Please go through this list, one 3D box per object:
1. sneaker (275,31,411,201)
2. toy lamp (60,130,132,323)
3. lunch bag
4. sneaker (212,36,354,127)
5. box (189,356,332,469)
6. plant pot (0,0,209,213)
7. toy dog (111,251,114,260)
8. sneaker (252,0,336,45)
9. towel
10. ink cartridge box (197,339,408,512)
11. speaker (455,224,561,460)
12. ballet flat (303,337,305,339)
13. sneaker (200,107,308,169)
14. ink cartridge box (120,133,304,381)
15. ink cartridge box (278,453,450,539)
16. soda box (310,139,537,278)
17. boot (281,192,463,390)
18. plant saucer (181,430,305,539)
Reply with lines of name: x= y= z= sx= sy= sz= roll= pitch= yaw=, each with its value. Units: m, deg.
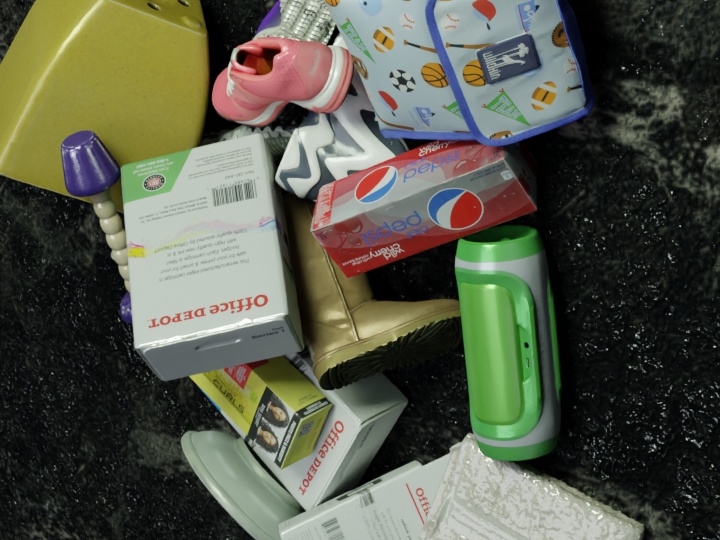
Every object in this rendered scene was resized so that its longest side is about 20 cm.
sneaker: x=0.014 y=-0.147 z=1.257 sx=0.128 sy=0.079 sz=0.201 roll=25 pitch=89 yaw=-6
toy lamp: x=-0.245 y=-0.043 z=1.310 sx=0.058 sy=0.058 sz=0.202 roll=14 pitch=131 yaw=37
lunch bag: x=0.086 y=-0.198 z=1.106 sx=0.198 sy=0.124 sz=0.171 roll=7 pitch=139 yaw=35
sneaker: x=-0.091 y=-0.185 z=1.217 sx=0.199 sy=0.086 sz=0.075 roll=-2 pitch=72 yaw=52
box: x=-0.119 y=0.105 z=1.354 sx=0.200 sy=0.050 sz=0.076 roll=43 pitch=128 yaw=25
plant pot: x=-0.249 y=-0.202 z=1.353 sx=0.201 sy=0.192 sz=0.196 roll=-59 pitch=29 yaw=29
toy dog: x=-0.228 y=-0.034 z=1.442 sx=0.199 sy=0.095 sz=0.133 roll=27 pitch=106 yaw=54
sneaker: x=-0.042 y=-0.256 z=1.268 sx=0.069 sy=0.100 sz=0.200 roll=30 pitch=161 yaw=-10
towel: x=0.156 y=0.252 z=1.250 sx=0.198 sy=0.034 sz=0.134 roll=25 pitch=107 yaw=22
ink cartridge box: x=-0.065 y=0.129 z=1.405 sx=0.200 sy=0.084 sz=0.147 roll=45 pitch=128 yaw=21
speaker: x=0.134 y=0.065 z=1.208 sx=0.088 sy=0.088 sz=0.203 roll=5 pitch=107 yaw=40
ballet flat: x=-0.038 y=0.042 z=1.331 sx=0.198 sy=0.068 sz=0.047 roll=18 pitch=154 yaw=13
sneaker: x=-0.099 y=-0.112 z=1.373 sx=0.199 sy=0.066 sz=0.091 roll=-6 pitch=107 yaw=43
ink cartridge box: x=-0.140 y=-0.012 z=1.255 sx=0.143 sy=0.084 sz=0.202 roll=-13 pitch=61 yaw=4
ink cartridge box: x=0.029 y=0.270 z=1.339 sx=0.067 sy=0.198 sz=0.117 roll=133 pitch=113 yaw=-84
soda box: x=0.057 y=-0.065 z=1.192 sx=0.198 sy=0.064 sz=0.070 roll=-19 pitch=131 yaw=25
boot: x=0.000 y=0.000 z=1.300 sx=0.066 sy=0.173 sz=0.201 roll=92 pitch=159 yaw=-57
plant saucer: x=-0.107 y=0.234 z=1.440 sx=0.050 sy=0.200 sz=0.200 roll=-44 pitch=70 yaw=2
